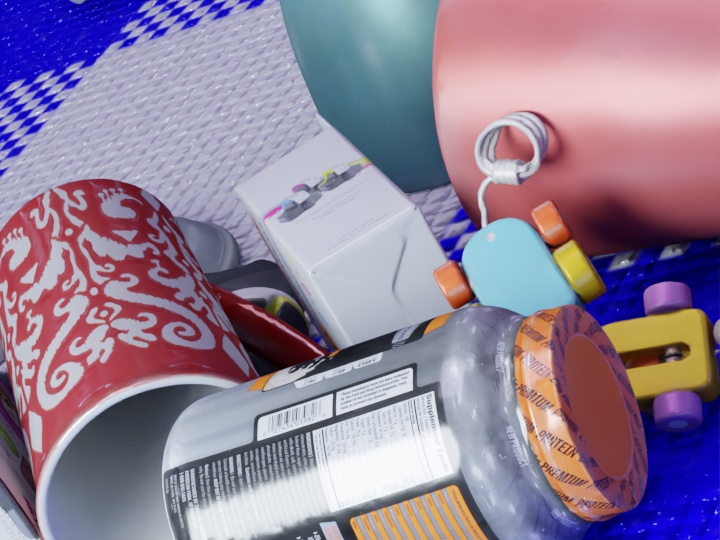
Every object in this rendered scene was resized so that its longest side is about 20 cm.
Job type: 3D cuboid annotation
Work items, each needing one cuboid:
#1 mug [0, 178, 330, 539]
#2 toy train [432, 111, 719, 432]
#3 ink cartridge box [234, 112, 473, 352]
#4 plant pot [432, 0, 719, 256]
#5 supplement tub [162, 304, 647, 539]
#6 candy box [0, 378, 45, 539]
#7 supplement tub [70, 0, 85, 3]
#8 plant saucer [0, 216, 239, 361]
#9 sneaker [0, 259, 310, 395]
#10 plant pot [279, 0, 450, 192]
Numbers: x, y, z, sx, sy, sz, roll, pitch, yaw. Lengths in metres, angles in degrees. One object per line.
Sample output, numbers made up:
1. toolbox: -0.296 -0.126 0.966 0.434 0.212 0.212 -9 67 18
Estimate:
1. mug: -0.105 0.060 1.515 0.133 0.177 0.200 -49 36 16
2. toy train: 0.138 0.001 1.405 0.200 0.056 0.150 16 74 27
3. ink cartridge box: 0.000 0.000 1.552 0.068 0.115 0.200 -31 23 -5
4. plant pot: 0.162 -0.100 1.492 0.177 0.201 0.200 3 38 34
5. supplement tub: 0.021 0.090 1.339 0.200 0.123 0.123 -19 26 24
6. candy box: -0.196 0.117 1.522 0.061 0.137 0.200 -32 23 0
7. supplement tub: -0.180 -0.321 2.370 0.200 0.146 0.145 -37 24 -14
8. plant saucer: -0.171 0.017 1.803 0.200 0.050 0.200 -25 23 12
9. sneaker: -0.118 0.050 1.663 0.200 0.075 0.085 -15 20 12
10. plant pot: 0.042 -0.169 1.786 0.200 0.161 0.201 -25 24 12
